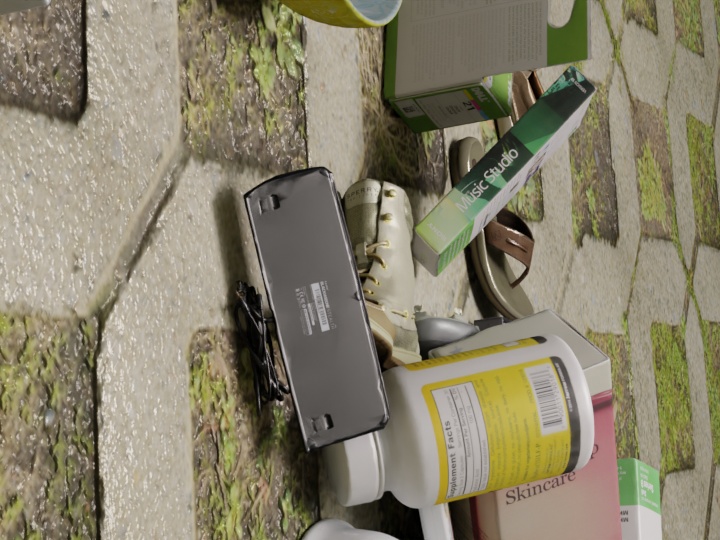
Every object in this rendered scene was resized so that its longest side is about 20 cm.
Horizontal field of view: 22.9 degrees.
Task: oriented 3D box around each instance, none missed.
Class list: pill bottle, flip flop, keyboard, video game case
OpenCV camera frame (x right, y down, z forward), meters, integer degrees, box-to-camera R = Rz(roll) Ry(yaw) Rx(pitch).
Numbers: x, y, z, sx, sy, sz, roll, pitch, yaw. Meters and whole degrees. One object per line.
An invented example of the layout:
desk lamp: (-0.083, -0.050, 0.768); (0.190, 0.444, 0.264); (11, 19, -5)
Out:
pill bottle: (0.072, 0.122, 1.387); (0.111, 0.198, 0.113); (170, -90, -75)
flip flop: (0.143, -0.040, 1.795); (0.081, 0.057, 0.202); (-41, 117, -69)
keyboard: (-0.048, 0.031, 1.309); (0.103, 0.040, 0.202); (-14, 92, -26)
video game case: (0.075, 0.259, 1.512); (0.182, 0.023, 0.202); (-84, 163, -81)

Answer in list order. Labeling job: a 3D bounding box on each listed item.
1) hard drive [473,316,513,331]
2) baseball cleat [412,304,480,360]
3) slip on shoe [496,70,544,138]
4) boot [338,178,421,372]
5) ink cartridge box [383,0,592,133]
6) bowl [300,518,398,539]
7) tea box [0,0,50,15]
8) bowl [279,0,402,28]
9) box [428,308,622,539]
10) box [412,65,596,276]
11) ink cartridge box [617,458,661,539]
hard drive: (0.166, 0.132, 1.826); (0.200, 0.037, 0.141); (24, 61, -65)
baseball cleat: (0.090, 0.106, 1.612); (0.200, 0.069, 0.108); (38, 48, -58)
slip on shoe: (0.167, -0.222, 1.912); (0.076, 0.060, 0.202); (-38, 118, -64)
boot: (0.000, 0.000, 1.430); (0.200, 0.071, 0.156); (36, 50, -67)
ink cartridge box: (0.127, -0.220, 1.635); (0.076, 0.198, 0.149); (43, 44, -56)
bowl: (0.020, 0.287, 1.361); (0.201, 0.090, 0.203); (-9, 90, -67)
tea box: (-0.228, -0.258, 0.887); (0.201, 0.132, 0.198); (61, 31, -41)
bowl: (-0.048, -0.276, 1.356); (0.200, 0.107, 0.202); (-8, 90, -67)
box: (0.146, 0.158, 1.560); (0.109, 0.127, 0.202); (-137, -147, -56)
box: (0.124, -0.085, 1.577); (0.036, 0.200, 0.144); (42, -6, 6)
ink cartridge box: (0.223, 0.297, 1.767); (0.084, 0.145, 0.202); (33, 53, -62)
